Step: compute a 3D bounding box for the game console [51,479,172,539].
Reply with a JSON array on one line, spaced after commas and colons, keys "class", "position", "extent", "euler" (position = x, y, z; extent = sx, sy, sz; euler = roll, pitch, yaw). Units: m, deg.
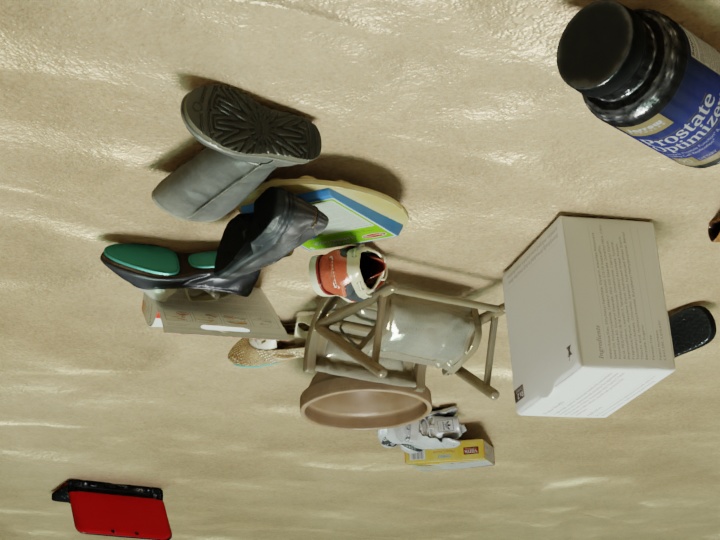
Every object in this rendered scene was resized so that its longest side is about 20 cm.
[{"class": "game console", "position": [-0.491, 0.484, 2.814], "extent": [0.199, 0.119, 0.172], "euler": [12, 153, -29]}]

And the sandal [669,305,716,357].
[{"class": "sandal", "position": [0.433, 0.107, 2.081], "extent": [0.200, 0.076, 0.048], "euler": [-22, 167, 40]}]

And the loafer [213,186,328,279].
[{"class": "loafer", "position": [-0.108, -0.030, 1.624], "extent": [0.072, 0.073, 0.200], "euler": [17, 158, -24]}]

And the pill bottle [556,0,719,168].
[{"class": "pill bottle", "position": [0.276, -0.176, 1.340], "extent": [0.111, 0.113, 0.199], "euler": [-23, 150, 40]}]

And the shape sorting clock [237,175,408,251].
[{"class": "shape sorting clock", "position": [-0.043, -0.069, 1.653], "extent": [0.198, 0.039, 0.200], "euler": [7, 160, 3]}]

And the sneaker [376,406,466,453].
[{"class": "sneaker", "position": [0.102, 0.258, 2.401], "extent": [0.114, 0.076, 0.200], "euler": [-11, 160, 19]}]

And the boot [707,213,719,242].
[{"class": "boot", "position": [0.535, -0.074, 1.702], "extent": [0.199, 0.069, 0.188], "euler": [8, 163, -6]}]

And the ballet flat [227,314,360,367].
[{"class": "ballet flat", "position": [-0.096, 0.092, 2.020], "extent": [0.199, 0.071, 0.066], "euler": [-8, 129, 7]}]

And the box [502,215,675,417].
[{"class": "box", "position": [0.280, 0.063, 1.791], "extent": [0.130, 0.201, 0.199], "euler": [3, 157, -17]}]

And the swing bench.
[{"class": "swing bench", "position": [0.060, 0.092, 1.923], "extent": [0.198, 0.131, 0.200], "euler": [12, 173, -32]}]

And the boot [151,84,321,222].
[{"class": "boot", "position": [-0.161, -0.118, 1.512], "extent": [0.181, 0.073, 0.199], "euler": [20, 155, -38]}]

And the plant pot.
[{"class": "plant pot", "position": [0.007, 0.170, 2.154], "extent": [0.199, 0.093, 0.201], "euler": [-2, 156, -1]}]

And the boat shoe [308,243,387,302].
[{"class": "boat shoe", "position": [0.000, 0.000, 1.729], "extent": [0.062, 0.072, 0.200], "euler": [-12, 176, 19]}]

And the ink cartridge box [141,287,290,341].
[{"class": "ink cartridge box", "position": [-0.185, 0.067, 1.810], "extent": [0.161, 0.050, 0.200], "euler": [5, -161, -17]}]

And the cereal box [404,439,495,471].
[{"class": "cereal box", "position": [0.164, 0.334, 2.585], "extent": [0.143, 0.040, 0.200], "euler": [-6, 168, 9]}]

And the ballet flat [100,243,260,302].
[{"class": "ballet flat", "position": [-0.222, 0.009, 1.770], "extent": [0.199, 0.074, 0.073], "euler": [1, 157, -15]}]
